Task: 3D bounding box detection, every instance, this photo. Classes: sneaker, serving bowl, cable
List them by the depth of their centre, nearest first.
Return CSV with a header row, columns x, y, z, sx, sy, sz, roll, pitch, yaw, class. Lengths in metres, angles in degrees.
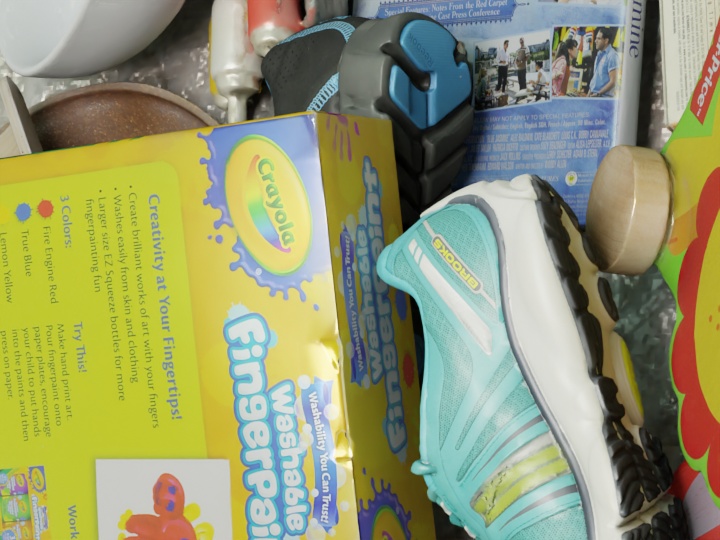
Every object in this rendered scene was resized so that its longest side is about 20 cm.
x,y,z,sx,sy,sz,roll,pitch,yaw,class
0.061,0.068,0.793,0.079,0.077,0.201,-22,73,20,sneaker
0.000,0.000,0.912,0.082,0.073,0.201,5,94,42,sneaker
-0.048,-0.157,0.994,0.097,0.050,0.201,136,126,-61,cable
-0.098,-0.176,1.005,0.200,0.066,0.201,-170,90,-67,serving bowl

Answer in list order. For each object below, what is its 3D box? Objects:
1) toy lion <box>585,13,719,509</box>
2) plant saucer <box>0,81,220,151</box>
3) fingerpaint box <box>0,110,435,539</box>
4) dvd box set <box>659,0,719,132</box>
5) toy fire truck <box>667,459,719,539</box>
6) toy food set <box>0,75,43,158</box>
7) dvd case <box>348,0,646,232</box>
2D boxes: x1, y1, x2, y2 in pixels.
x,y,z,sx,sy,sz,roll,pitch,yaw,class
0.144,-0.028,0.756,0.192,0.068,0.201,-112,34,-61,toy lion
-0.113,0.019,1.005,0.200,0.037,0.201,-10,71,29,plant saucer
-0.065,0.052,0.854,0.166,0.073,0.201,-8,88,24,fingerpaint box
0.205,-0.135,0.856,0.200,0.029,0.147,-11,70,30,dvd box set
0.140,0.162,0.801,0.141,0.049,0.200,-36,61,18,toy fire truck
-0.200,0.028,0.999,0.200,0.060,0.144,-33,62,19,toy food set
0.052,-0.113,0.932,0.142,0.018,0.201,0,83,39,dvd case
